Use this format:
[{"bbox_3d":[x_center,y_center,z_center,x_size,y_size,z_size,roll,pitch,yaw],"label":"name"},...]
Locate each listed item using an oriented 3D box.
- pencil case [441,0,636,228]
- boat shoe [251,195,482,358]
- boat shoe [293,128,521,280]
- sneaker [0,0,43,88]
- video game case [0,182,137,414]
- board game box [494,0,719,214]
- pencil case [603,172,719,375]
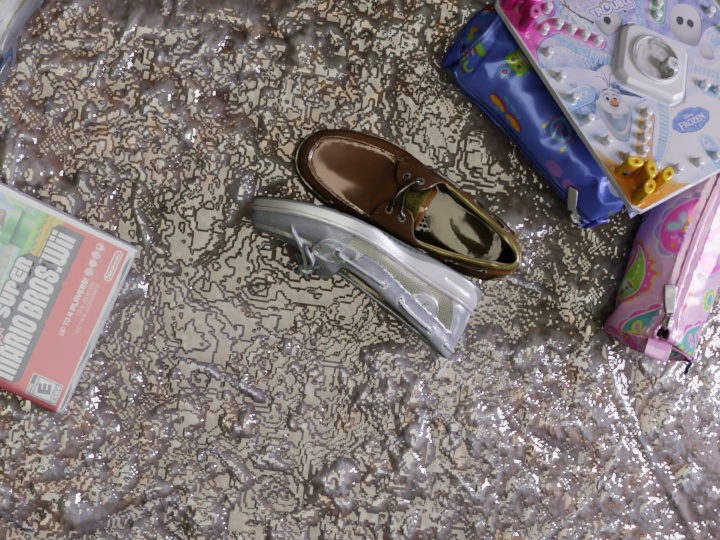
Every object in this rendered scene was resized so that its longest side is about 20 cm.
[{"bbox_3d":[0.149,-0.121,1.080,0.200,0.078,0.087,48,62,-8],"label":"pencil case"},{"bbox_3d":[0.000,0.000,1.065,0.200,0.074,0.065,27,84,-17],"label":"boat shoe"},{"bbox_3d":[0.042,-0.057,1.070,0.198,0.068,0.073,25,89,-10],"label":"boat shoe"},{"bbox_3d":[-0.277,-0.216,1.006,0.086,0.075,0.202,30,87,-5],"label":"sneaker"},{"bbox_3d":[-0.291,0.005,1.041,0.198,0.017,0.145,25,89,-10],"label":"video game case"},{"bbox_3d":[0.231,-0.165,1.052,0.198,0.026,0.201,-25,77,-29],"label":"board game box"},{"bbox_3d":[0.267,-0.023,1.104,0.086,0.087,0.203,22,88,-10],"label":"pencil case"}]
